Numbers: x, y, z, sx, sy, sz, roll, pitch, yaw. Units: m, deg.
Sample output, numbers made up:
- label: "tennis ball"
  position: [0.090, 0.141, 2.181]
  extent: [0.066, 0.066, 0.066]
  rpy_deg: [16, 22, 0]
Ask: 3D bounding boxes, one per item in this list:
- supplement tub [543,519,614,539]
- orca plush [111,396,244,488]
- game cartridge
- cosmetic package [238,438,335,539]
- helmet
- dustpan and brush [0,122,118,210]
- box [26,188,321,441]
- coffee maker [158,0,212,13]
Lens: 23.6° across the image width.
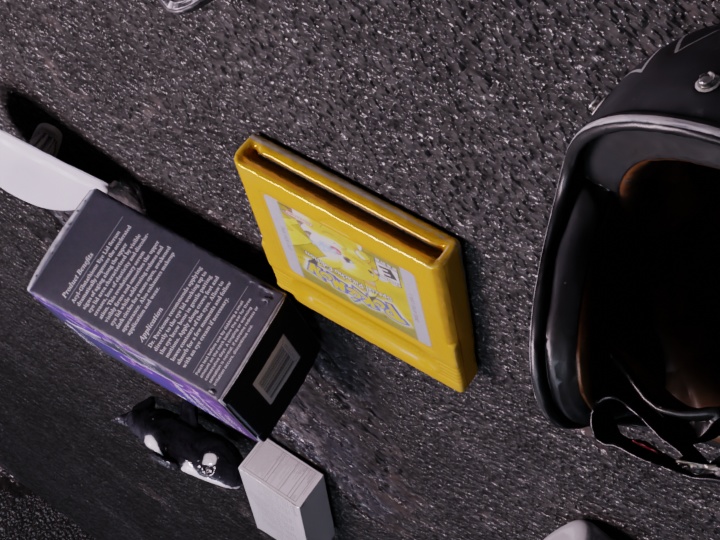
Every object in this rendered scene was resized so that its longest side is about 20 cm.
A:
- label: "supplement tub"
  position: [0.222, 0.310, 1.425]
  extent: [0.200, 0.123, 0.123]
  rpy_deg: [39, 160, -7]
- label: "orca plush"
  position: [-0.192, 0.171, 1.911]
  extent: [0.105, 0.071, 0.200]
  rpy_deg: [11, -169, -33]
- label: "game cartridge"
  position: [0.000, 0.000, 1.244]
  extent: [0.176, 0.032, 0.200]
  rpy_deg: [29, 157, 22]
- label: "cosmetic package"
  position: [-0.077, 0.255, 1.895]
  extent: [0.083, 0.051, 0.200]
  rpy_deg: [33, 160, 17]
- label: "helmet"
  position: [0.174, -0.008, 0.718]
  extent: [0.200, 0.191, 0.200]
  rpy_deg: [12, -174, -1]
- label: "dustpan and brush"
  position: [-0.284, -0.090, 1.497]
  extent: [0.140, 0.057, 0.200]
  rpy_deg: [27, 155, -9]
- label: "box"
  position: [-0.151, 0.039, 1.432]
  extent: [0.200, 0.104, 0.148]
  rpy_deg: [27, 168, 19]
- label: "coffee maker"
  position: [-0.126, -0.236, 0.790]
  extent: [0.192, 0.135, 0.200]
  rpy_deg: [13, 149, 49]
